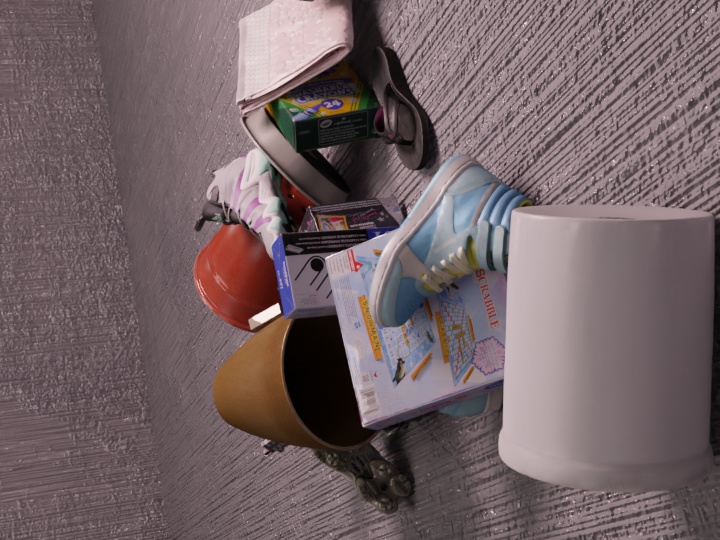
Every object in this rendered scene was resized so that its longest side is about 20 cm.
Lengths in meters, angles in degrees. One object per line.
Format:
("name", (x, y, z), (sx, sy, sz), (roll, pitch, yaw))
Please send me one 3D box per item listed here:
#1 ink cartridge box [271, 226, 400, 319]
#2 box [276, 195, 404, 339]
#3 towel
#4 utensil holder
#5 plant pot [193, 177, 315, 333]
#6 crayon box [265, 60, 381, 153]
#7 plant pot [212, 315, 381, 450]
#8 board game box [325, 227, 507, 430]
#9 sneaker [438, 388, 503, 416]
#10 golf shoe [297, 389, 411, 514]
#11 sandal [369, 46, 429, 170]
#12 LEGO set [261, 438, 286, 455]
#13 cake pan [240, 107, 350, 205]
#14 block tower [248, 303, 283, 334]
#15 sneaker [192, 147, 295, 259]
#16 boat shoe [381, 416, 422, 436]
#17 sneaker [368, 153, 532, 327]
("ink cartridge box", (0.000, 0.000, 1.275), (0.044, 0.199, 0.095), (137, 125, -60))
("box", (-0.017, 0.010, 1.414), (0.200, 0.131, 0.115), (117, 138, -54))
("towel", (-0.091, -0.324, 1.458), (0.190, 0.032, 0.201), (-26, 45, 25))
("utensil holder", (0.197, 0.052, 0.847), (0.170, 0.169, 0.201), (-163, 72, -67))
("plant pot", (-0.137, -0.039, 1.649), (0.196, 0.200, 0.202), (-59, 41, 44))
("crayon box", (-0.063, -0.239, 1.474), (0.200, 0.125, 0.052), (-124, 27, -50))
("plant pot", (-0.092, 0.141, 1.349), (0.199, 0.186, 0.188), (-16, 79, 43))
("board game box", (0.074, 0.046, 1.149), (0.199, 0.041, 0.201), (-21, 69, 21))
("sneaker", (0.107, 0.064, 1.180), (0.074, 0.081, 0.201), (160, 104, -67))
("golf shoe", (-0.018, 0.247, 1.459), (0.200, 0.078, 0.097), (52, 171, -4))
("sandal", (0.037, -0.200, 1.344), (0.076, 0.048, 0.201), (109, 148, -46))
("LEGO set", (-0.105, 0.212, 1.630), (0.154, 0.116, 0.201), (39, -159, -55))
("cake pan", (-0.087, -0.159, 1.521), (0.037, 0.200, 0.201), (-44, 39, 10))
("block tower", (-0.083, 0.114, 1.545), (0.200, 0.054, 0.058), (39, -155, -54))
("sneaker", (-0.170, -0.074, 1.499), (0.078, 0.139, 0.201), (64, -171, -49))
("boat shoe", (0.028, 0.189, 1.422), (0.200, 0.072, 0.062), (143, 123, -59))
("sneaker", (0.100, -0.010, 1.081), (0.130, 0.079, 0.201), (32, 93, 31))
